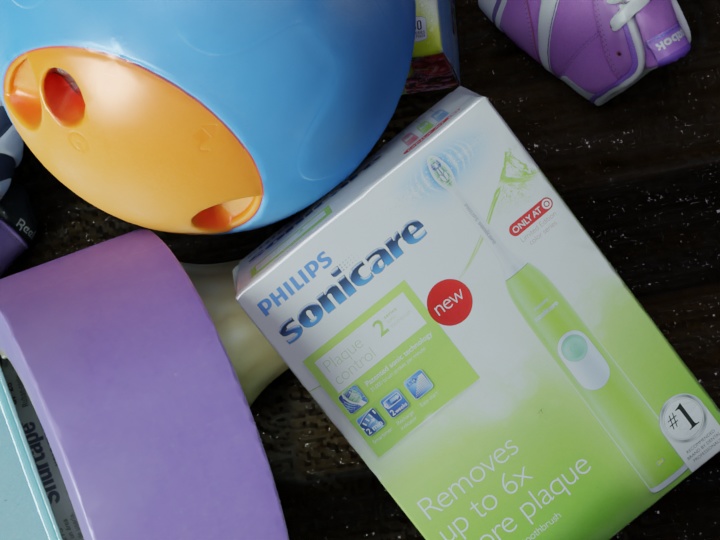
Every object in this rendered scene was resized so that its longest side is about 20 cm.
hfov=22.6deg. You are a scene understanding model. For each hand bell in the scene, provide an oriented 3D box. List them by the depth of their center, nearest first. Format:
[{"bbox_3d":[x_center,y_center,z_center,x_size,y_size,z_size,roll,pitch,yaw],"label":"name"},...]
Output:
[{"bbox_3d":[0.000,0.000,0.925,0.198,0.104,0.105,-24,72,-7],"label":"hand bell"}]

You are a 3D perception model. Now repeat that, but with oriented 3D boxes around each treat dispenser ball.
[{"bbox_3d":[-0.074,-0.117,0.830,0.198,0.201,0.203,-3,76,13],"label":"treat dispenser ball"}]

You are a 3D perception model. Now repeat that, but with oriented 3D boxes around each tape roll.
[{"bbox_3d":[-0.108,0.088,0.848,0.084,0.200,0.202,-20,72,-16],"label":"tape roll"}]

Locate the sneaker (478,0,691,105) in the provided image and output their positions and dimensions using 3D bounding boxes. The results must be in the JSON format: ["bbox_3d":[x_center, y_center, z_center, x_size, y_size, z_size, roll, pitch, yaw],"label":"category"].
[{"bbox_3d":[0.132,-0.164,0.871,0.072,0.201,0.114,-30,65,-26],"label":"sneaker"}]

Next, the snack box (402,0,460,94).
[{"bbox_3d":[-0.052,-0.174,0.973,0.198,0.068,0.171,-6,78,11],"label":"snack box"}]

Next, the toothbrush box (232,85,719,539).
[{"bbox_3d":[0.055,0.038,0.846,0.145,0.086,0.201,-37,99,2],"label":"toothbrush box"}]

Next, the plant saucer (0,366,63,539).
[{"bbox_3d":[-0.193,0.078,0.845,0.069,0.019,0.202,-20,93,-7],"label":"plant saucer"}]

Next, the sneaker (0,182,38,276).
[{"bbox_3d":[-0.260,-0.068,1.006,0.088,0.076,0.200,-43,78,-11],"label":"sneaker"}]

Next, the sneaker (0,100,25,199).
[{"bbox_3d":[-0.275,-0.054,0.909,0.197,0.079,0.131,19,68,-23],"label":"sneaker"}]
